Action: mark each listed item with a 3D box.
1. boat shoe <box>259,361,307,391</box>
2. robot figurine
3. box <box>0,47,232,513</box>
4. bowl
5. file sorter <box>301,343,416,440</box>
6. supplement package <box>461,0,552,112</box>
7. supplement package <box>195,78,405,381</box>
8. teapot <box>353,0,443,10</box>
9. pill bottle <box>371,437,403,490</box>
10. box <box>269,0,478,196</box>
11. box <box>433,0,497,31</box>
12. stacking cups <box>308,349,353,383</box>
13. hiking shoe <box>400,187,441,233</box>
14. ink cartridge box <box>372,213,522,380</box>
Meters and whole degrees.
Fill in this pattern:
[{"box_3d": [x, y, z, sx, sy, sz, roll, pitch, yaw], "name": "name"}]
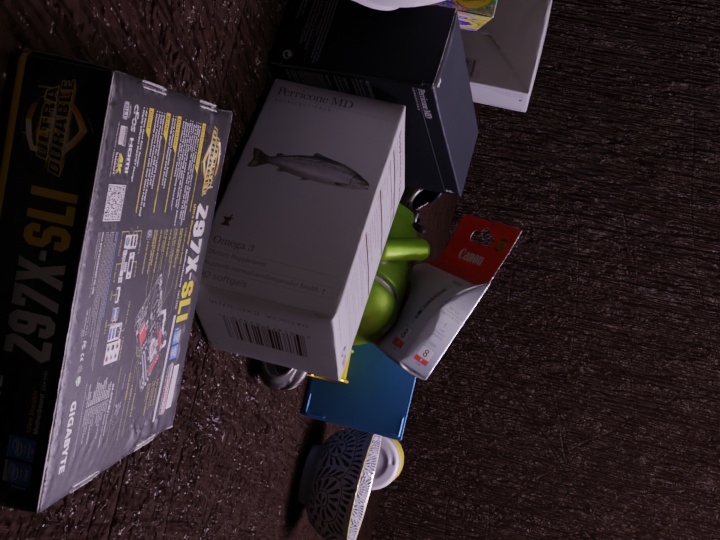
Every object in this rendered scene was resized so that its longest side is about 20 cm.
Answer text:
[{"box_3d": [-0.053, 0.027, 0.872, 0.057, 0.067, 0.201, 83, 25, -77], "name": "boat shoe"}, {"box_3d": [0.000, 0.000, 0.992, 0.175, 0.116, 0.200, -40, -157, 47], "name": "robot figurine"}, {"box_3d": [-0.129, 0.002, 0.439, 0.160, 0.049, 0.201, -32, 134, -81], "name": "box"}, {"box_3d": [-0.037, 0.317, 1.283, 0.201, 0.094, 0.201, 14, 90, -81], "name": "bowl"}, {"box_3d": [0.016, 0.118, 1.198, 0.123, 0.138, 0.201, 37, 67, -83], "name": "file sorter"}, {"box_3d": [0.176, -0.347, 1.301, 0.111, 0.199, 0.156, 18, 86, -80], "name": "supplement package"}, {"box_3d": [-0.043, -0.034, 0.687, 0.117, 0.116, 0.201, 87, 19, -60], "name": "supplement package"}, {"box_3d": [0.013, -0.262, 0.614, 0.146, 0.200, 0.198, -41, -139, 39], "name": "teapot"}, {"box_3d": [0.032, 0.385, 1.736, 0.200, 0.111, 0.112, 51, 53, -78], "name": "pill bottle"}, {"box_3d": [0.023, -0.151, 0.761, 0.200, 0.141, 0.079, 59, 48, -66], "name": "box"}, {"box_3d": [0.108, -0.395, 0.996, 0.200, 0.122, 0.193, -80, -178, -78], "name": "box"}, {"box_3d": [-0.023, 0.043, 1.101, 0.061, 0.060, 0.201, 54, 48, -78], "name": "stacking cups"}, {"box_3d": [0.085, -0.147, 1.345, 0.076, 0.100, 0.201, 82, 23, -68], "name": "hiking shoe"}, {"box_3d": [0.087, 0.016, 0.999, 0.200, 0.050, 0.162, -59, -160, 0], "name": "ink cartridge box"}]
